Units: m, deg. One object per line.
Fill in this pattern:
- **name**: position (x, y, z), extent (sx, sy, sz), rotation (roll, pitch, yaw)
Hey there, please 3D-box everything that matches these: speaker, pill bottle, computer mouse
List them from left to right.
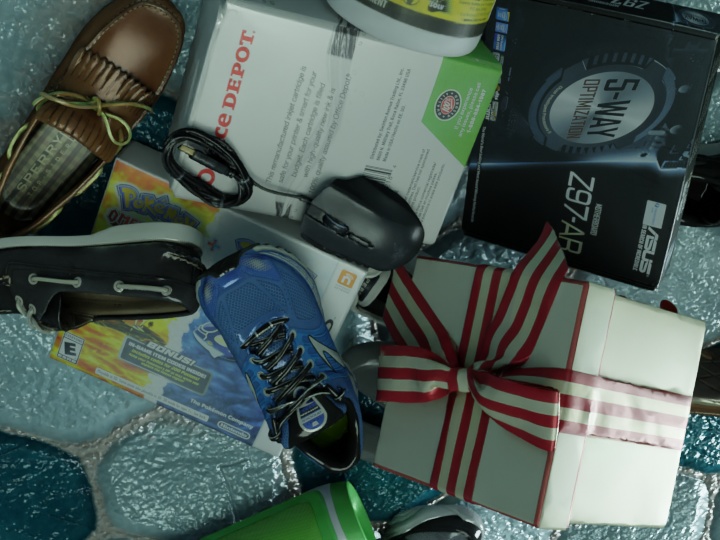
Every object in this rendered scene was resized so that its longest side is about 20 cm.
- **speaker**: position (-0.087, 0.266, 0.993), extent (0.199, 0.089, 0.089), rotation (-24, 125, 3)
- **computer mouse**: position (-0.041, -0.044, 0.733), extent (0.199, 0.034, 0.059), rotation (18, 121, -24)
- **pill bottle**: position (0.057, -0.247, 0.680), extent (0.111, 0.113, 0.201), rotation (11, 119, -19)

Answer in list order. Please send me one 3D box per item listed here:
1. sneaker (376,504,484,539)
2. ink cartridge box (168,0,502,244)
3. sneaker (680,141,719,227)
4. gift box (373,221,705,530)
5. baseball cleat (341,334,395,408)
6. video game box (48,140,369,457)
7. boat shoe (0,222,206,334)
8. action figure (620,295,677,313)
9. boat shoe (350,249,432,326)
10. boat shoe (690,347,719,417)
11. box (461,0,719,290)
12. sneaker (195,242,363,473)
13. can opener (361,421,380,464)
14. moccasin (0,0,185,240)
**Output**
- **sneaker**: position (0.032, 0.298, 1.025), extent (0.198, 0.114, 0.076), rotation (-18, 125, -1)
- **ink cartridge box**: position (-0.024, -0.113, 0.764), extent (0.198, 0.084, 0.146), rotation (10, 120, -20)
- **sneaker**: position (0.290, -0.060, 0.869), extent (0.198, 0.088, 0.076), rotation (0, 122, -14)
- **gift box**: position (0.122, 0.073, 0.801), extent (0.186, 0.184, 0.202), rotation (12, 83, -43)
- **baseball cleat**: position (0.073, 0.125, 0.926), extent (0.199, 0.107, 0.070), rotation (20, 135, -21)
- **video game box**: position (-0.115, 0.026, 0.821), extent (0.199, 0.047, 0.183), rotation (24, 114, -4)
- **boat shoe**: position (-0.203, 0.013, 0.758), extent (0.198, 0.061, 0.074), rotation (-7, 158, 8)
- **action figure**: position (0.234, 0.109, 0.991), extent (0.065, 0.052, 0.201), rotation (3, 127, -8)
- **boat shoe**: position (0.000, 0.000, 0.854), extent (0.199, 0.066, 0.072), rotation (33, 110, -29)
- **boat shoe**: position (0.362, 0.120, 1.013), extent (0.198, 0.076, 0.072), rotation (1, 124, -12)
- **box**: position (0.163, -0.099, 0.790), extent (0.159, 0.044, 0.201), rotation (19, 125, 20)
- **sneaker**: position (-0.043, 0.065, 0.742), extent (0.078, 0.089, 0.201), rotation (-30, 129, 1)
- **can opener**: position (0.040, 0.155, 0.982), extent (0.199, 0.053, 0.067), rotation (20, 82, -26)
- **moccasin**: position (-0.190, -0.102, 0.736), extent (0.201, 0.078, 0.074), rotation (-42, 120, 14)
